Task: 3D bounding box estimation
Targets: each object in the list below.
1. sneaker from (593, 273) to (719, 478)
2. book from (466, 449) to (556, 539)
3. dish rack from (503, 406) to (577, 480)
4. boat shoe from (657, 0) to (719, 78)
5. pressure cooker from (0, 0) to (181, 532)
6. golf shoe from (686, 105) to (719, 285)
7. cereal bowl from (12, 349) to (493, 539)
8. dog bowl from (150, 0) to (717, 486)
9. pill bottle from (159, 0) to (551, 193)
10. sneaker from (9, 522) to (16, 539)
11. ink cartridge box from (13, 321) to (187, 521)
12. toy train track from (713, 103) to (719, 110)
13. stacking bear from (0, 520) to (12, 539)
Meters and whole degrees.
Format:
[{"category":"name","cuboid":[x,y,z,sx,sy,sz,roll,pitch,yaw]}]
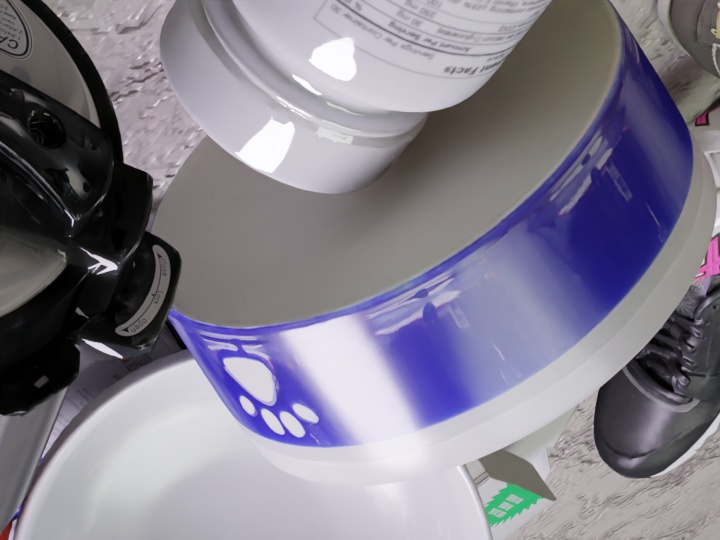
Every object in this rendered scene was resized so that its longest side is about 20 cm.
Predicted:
[{"category":"sneaker","cuboid":[0.168,0.015,1.455,0.200,0.076,0.088,-60,153,12]},{"category":"book","cuboid":[-0.002,0.159,1.470,0.200,0.048,0.134,-38,160,9]},{"category":"dish rack","cuboid":[0.043,0.093,1.501,0.200,0.044,0.172,-21,155,-27]},{"category":"boat shoe","cuboid":[0.172,-0.125,1.218,0.072,0.060,0.202,-31,157,-8]},{"category":"pressure cooker","cuboid":[-0.159,-0.006,0.852,0.176,0.179,0.200,-17,153,-29]},{"category":"golf shoe","cuboid":[0.154,-0.029,1.323,0.092,0.073,0.200,-12,164,-40]},{"category":"cereal bowl","cuboid":[-0.048,0.123,1.182,0.200,0.200,0.083,-32,-168,-4]},{"category":"dog bowl","cuboid":[0.024,-0.019,1.046,0.200,0.200,0.079,-34,119,-1]},{"category":"pill bottle","cuboid":[0.020,-0.125,0.942,0.113,0.113,0.200,-9,147,-46]},{"category":"sneaker","cuboid":[-0.080,0.164,1.308,0.081,0.147,0.200,-40,169,20]},{"category":"ink cartridge box","cuboid":[-0.162,0.081,1.206,0.200,0.037,0.095,-37,158,0]},{"category":"toy train track","cuboid":[0.219,-0.098,1.372,0.200,0.033,0.115,-43,156,23]},{"category":"stacking bear","cuboid":[-0.177,0.070,1.066,0.121,0.114,0.200,-29,158,-12]}]
